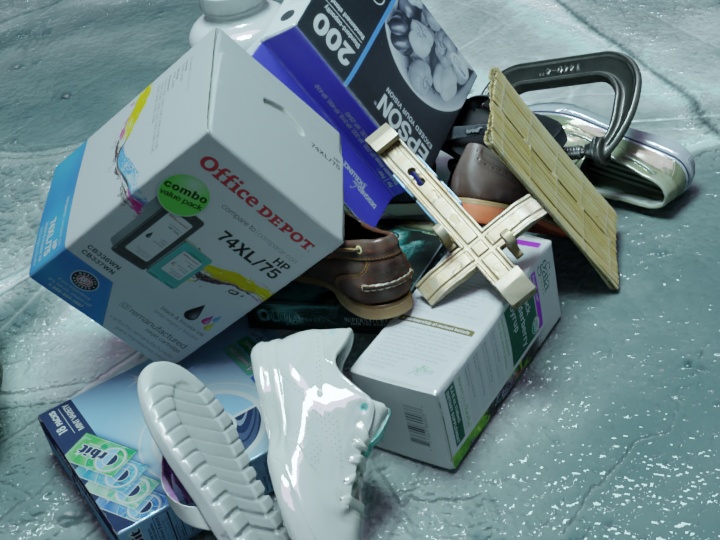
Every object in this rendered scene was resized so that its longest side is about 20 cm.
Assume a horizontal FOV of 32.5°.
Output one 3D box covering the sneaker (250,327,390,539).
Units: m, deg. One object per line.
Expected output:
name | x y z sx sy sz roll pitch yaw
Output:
sneaker | -0.017 0.126 0.862 0.088 0.075 0.200 -18 61 4

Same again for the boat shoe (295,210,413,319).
boat shoe | -0.021 -0.023 1.010 0.070 0.070 0.200 -25 26 -26

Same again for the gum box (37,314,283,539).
gum box | -0.129 0.124 0.972 0.200 0.045 0.170 -27 38 -21

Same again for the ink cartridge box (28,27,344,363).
ink cartridge box | -0.132 -0.055 0.977 0.200 0.147 0.146 -35 34 25

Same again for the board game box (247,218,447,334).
board game box | 0.000 0.000 1.080 0.135 0.028 0.200 2 24 18

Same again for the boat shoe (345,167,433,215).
boat shoe | -0.012 -0.082 1.134 0.200 0.062 0.075 -3 11 -31

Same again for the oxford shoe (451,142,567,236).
oxford shoe | 0.150 -0.069 1.066 0.071 0.073 0.200 9 3 37

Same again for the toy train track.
toy train track | 0.066 -0.050 0.966 0.115 0.033 0.200 -39 60 0

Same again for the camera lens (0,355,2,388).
camera lens | -0.384 0.061 1.034 0.160 0.160 0.200 -17 36 -8

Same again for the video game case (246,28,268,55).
video game case | -0.093 -0.154 1.169 0.200 0.182 0.023 -43 76 17

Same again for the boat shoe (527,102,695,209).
boat shoe | 0.214 -0.110 1.169 0.200 0.072 0.062 16 38 30

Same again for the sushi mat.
sushi mat | 0.162 -0.076 1.032 0.012 0.200 0.096 -23 39 33

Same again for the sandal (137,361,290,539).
sandal | -0.108 0.153 0.859 0.050 0.082 0.203 -42 66 20

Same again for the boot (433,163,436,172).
boot | -0.019 -0.115 1.265 0.200 0.070 0.132 -4 29 1

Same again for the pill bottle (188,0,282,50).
pill bottle | -0.113 -0.205 1.285 0.111 0.200 0.111 -8 35 6

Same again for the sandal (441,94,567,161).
sandal | 0.103 -0.137 1.154 0.200 0.043 0.076 22 59 44

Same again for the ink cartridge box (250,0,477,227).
ink cartridge box | 0.005 -0.170 1.082 0.043 0.198 0.200 -7 46 44

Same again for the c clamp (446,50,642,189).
c clamp | 0.169 -0.126 1.160 0.200 0.027 0.171 -9 59 35

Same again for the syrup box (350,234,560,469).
syrup box | 0.081 0.055 0.977 0.081 0.079 0.200 12 42 32
